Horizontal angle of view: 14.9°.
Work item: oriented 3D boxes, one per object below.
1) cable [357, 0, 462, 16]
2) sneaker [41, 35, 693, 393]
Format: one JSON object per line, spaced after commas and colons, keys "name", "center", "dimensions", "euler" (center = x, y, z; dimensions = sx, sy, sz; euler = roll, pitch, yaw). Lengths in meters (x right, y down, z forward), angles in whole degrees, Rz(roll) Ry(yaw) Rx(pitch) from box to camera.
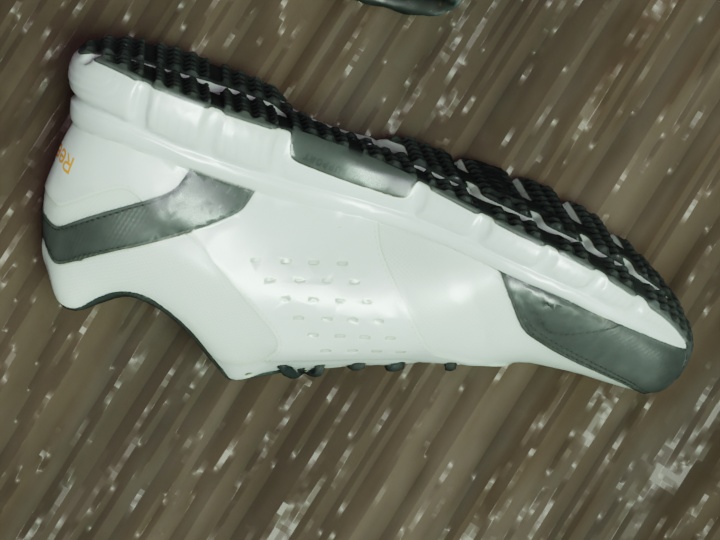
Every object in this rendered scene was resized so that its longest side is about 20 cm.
{"name": "cable", "center": [-0.040, -0.121, 0.803], "dimensions": [0.199, 0.097, 0.051], "euler": [6, 59, 9]}
{"name": "sneaker", "center": [0.000, 0.000, 0.807], "dimensions": [0.199, 0.074, 0.080], "euler": [20, 103, -5]}
